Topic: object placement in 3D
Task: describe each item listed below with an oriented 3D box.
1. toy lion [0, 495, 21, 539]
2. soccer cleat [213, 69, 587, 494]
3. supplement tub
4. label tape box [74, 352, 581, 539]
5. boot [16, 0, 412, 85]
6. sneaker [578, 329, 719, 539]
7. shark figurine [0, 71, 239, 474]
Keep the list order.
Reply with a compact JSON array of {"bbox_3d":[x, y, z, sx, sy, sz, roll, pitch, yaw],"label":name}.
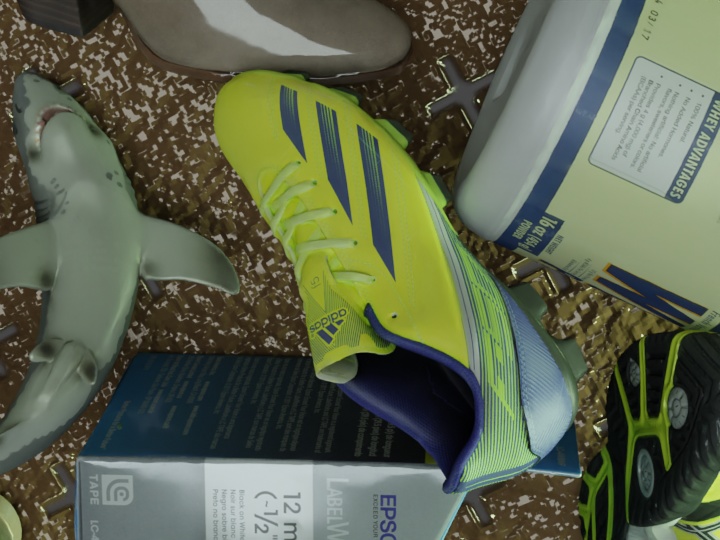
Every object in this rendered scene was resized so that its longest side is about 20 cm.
[{"bbox_3d":[-0.252,0.181,0.914,0.199,0.069,0.192,18,112,-1],"label":"toy lion"},{"bbox_3d":[0.000,0.000,0.750,0.200,0.084,0.065,48,148,17],"label":"soccer cleat"},{"bbox_3d":[0.152,-0.046,0.782,0.199,0.145,0.145,24,105,-3],"label":"supplement tub"},{"bbox_3d":[-0.010,0.085,0.826,0.199,0.143,0.066,3,105,3],"label":"label tape box"},{"bbox_3d":[-0.075,-0.159,0.787,0.199,0.070,0.147,9,126,11],"label":"boot"},{"bbox_3d":[0.144,0.080,0.817,0.076,0.200,0.076,-4,64,-7],"label":"sneaker"},{"bbox_3d":[-0.140,0.036,0.844,0.128,0.090,0.215,28,68,-8],"label":"shark figurine"}]
